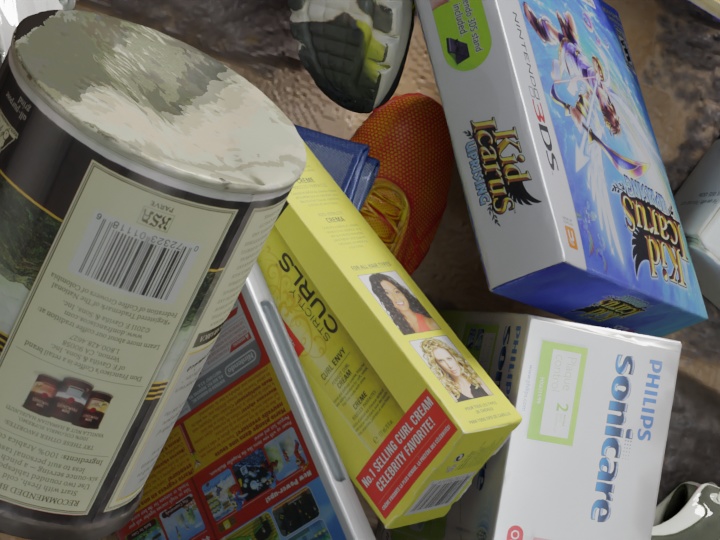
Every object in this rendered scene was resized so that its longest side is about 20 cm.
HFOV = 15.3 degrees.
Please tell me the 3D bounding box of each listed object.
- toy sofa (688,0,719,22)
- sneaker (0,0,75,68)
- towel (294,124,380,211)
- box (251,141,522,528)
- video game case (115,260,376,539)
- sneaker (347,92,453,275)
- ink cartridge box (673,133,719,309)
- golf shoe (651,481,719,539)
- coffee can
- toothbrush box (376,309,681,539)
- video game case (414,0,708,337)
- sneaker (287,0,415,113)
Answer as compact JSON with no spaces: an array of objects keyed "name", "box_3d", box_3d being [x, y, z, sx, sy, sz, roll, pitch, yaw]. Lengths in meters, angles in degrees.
[{"name":"toy sofa","box_3d":[0.199,-0.176,1.423,0.200,0.098,0.083,33,101,16]},{"name":"sneaker","box_3d":[-0.167,-0.150,1.323,0.087,0.075,0.201,6,56,-25]},{"name":"towel","box_3d":[-0.084,0.013,1.373,0.146,0.024,0.201,17,83,22]},{"name":"box","box_3d":[-0.011,0.024,1.290,0.050,0.075,0.200,-8,54,-50]},{"name":"video game case","box_3d":[-0.075,0.089,1.303,0.017,0.143,0.201,-5,67,-51]},{"name":"sneaker","box_3d":[0.000,0.000,1.403,0.073,0.077,0.201,27,82,-14]},{"name":"ink cartridge box","box_3d":[0.274,-0.048,1.476,0.146,0.083,0.200,41,79,-13]},{"name":"golf shoe","box_3d":[0.213,0.154,1.467,0.199,0.077,0.089,-8,85,-16]},{"name":"coffee can","box_3d":[-0.130,0.003,1.237,0.146,0.147,0.201,22,114,-15]},{"name":"toothbrush box","box_3d":[0.080,0.098,1.363,0.086,0.200,0.147,10,88,-16]},{"name":"video game case","box_3d":[0.102,-0.066,1.353,0.045,0.200,0.182,-20,73,23]},{"name":"sneaker","box_3d":[0.020,-0.176,1.351,0.084,0.074,0.201,-19,125,-44]}]
